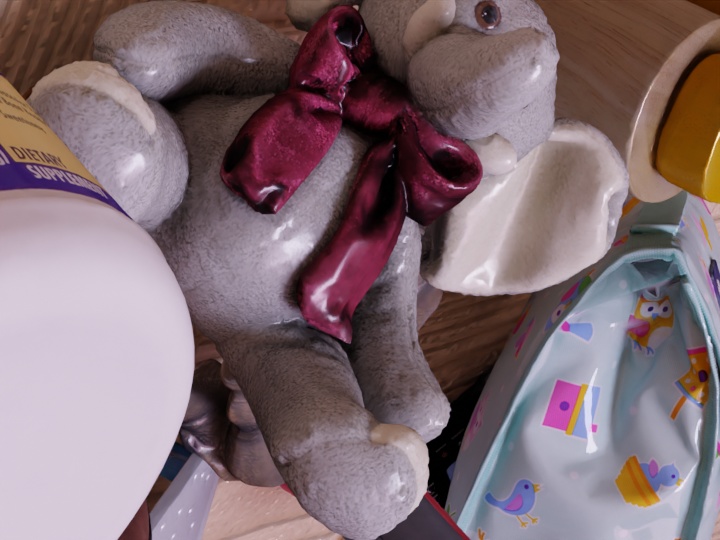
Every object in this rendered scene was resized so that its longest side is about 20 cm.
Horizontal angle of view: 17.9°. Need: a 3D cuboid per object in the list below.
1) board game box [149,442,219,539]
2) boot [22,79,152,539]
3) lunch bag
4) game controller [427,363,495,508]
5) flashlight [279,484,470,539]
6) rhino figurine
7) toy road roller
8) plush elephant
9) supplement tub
[{"bbox_3d":[-0.121,0.177,0.907,0.200,0.026,0.200,-55,168,-46],"label":"board game box"},{"bbox_3d":[-0.112,0.032,0.751,0.188,0.068,0.201,-45,143,-63],"label":"boot"},{"bbox_3d":[0.110,0.063,0.982,0.170,0.122,0.201,-49,155,-73],"label":"lunch bag"},{"bbox_3d":[0.084,0.073,1.115,0.200,0.042,0.104,-39,153,-11],"label":"game controller"},{"bbox_3d":[0.024,0.103,0.896,0.068,0.200,0.068,-33,149,-19],"label":"flashlight"},{"bbox_3d":[0.000,0.000,0.871,0.200,0.060,0.088,-48,146,-18],"label":"rhino figurine"},{"bbox_3d":[0.138,-0.107,0.859,0.200,0.123,0.146,-2,117,-54],"label":"toy road roller"},{"bbox_3d":[0.004,-0.040,0.712,0.155,0.165,0.200,-37,-168,4],"label":"plush elephant"},{"bbox_3d":[-0.146,-0.011,0.501,0.145,0.200,0.146,-33,152,-20],"label":"supplement tub"}]
